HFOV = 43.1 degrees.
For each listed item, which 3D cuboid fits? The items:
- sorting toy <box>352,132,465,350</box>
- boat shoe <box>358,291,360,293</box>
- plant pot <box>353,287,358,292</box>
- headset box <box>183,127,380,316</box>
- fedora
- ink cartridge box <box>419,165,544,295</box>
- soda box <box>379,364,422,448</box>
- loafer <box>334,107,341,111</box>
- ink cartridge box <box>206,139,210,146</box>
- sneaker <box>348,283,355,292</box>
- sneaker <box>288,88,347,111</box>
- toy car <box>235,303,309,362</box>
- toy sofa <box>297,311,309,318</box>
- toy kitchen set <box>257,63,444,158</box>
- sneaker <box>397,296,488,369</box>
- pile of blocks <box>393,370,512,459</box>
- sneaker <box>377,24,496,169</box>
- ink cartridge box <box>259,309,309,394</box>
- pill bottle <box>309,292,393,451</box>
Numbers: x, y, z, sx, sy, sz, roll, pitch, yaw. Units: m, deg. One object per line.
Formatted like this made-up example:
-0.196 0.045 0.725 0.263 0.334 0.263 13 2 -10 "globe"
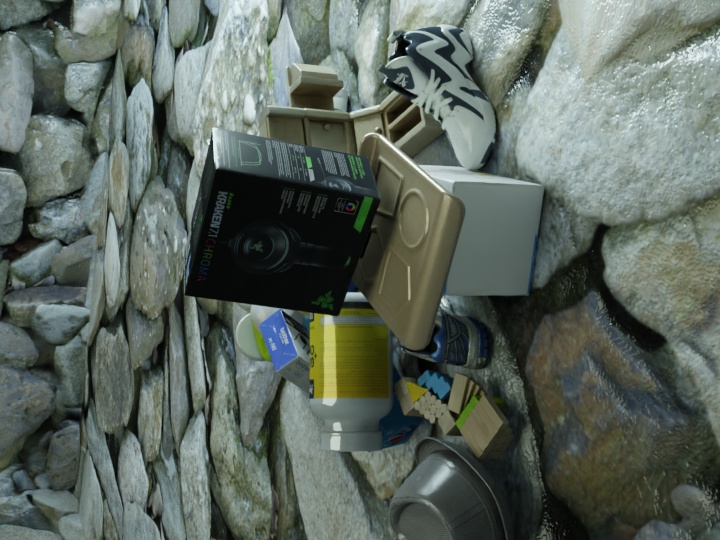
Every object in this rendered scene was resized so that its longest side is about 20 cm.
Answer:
0.043 -0.037 1.036 0.200 0.036 0.186 45 130 49 "sorting toy"
0.045 0.003 1.281 0.201 0.057 0.067 -66 21 18 "boat shoe"
0.000 0.000 1.395 0.200 0.027 0.202 1 91 64 "plant pot"
-0.088 -0.049 1.039 0.093 0.198 0.175 -105 30 -51 "headset box"
0.094 0.294 1.086 0.178 0.090 0.200 66 154 -1 "fedora"
0.102 -0.054 1.088 0.200 0.124 0.130 24 111 60 "ink cartridge box"
0.008 0.153 1.306 0.201 0.067 0.064 62 142 28 "soda box"
-0.026 -0.151 1.376 0.063 0.072 0.201 -33 59 28 "loafer"
-0.142 -0.142 1.481 0.163 0.198 0.050 63 143 41 "ink cartridge box"
-0.049 -0.021 1.405 0.083 0.070 0.202 142 124 -80 "sneaker"
-0.086 -0.231 1.510 0.200 0.072 0.085 -22 68 59 "sneaker"
-0.119 0.046 1.456 0.175 0.149 0.202 130 135 -59 "toy car"
-0.038 -0.034 1.299 0.200 0.082 0.098 -54 19 23 "toy sofa"
-0.020 -0.238 1.244 0.180 0.198 0.165 -32 62 58 "toy kitchen set"
0.080 0.071 1.175 0.200 0.085 0.078 23 110 61 "sneaker"
0.125 0.164 1.123 0.199 0.062 0.083 22 99 53 "pile of blocks"
0.084 -0.216 1.118 0.079 0.129 0.201 -35 60 59 "sneaker"
-0.066 0.144 1.356 0.044 0.200 0.094 -35 49 10 "ink cartridge box"
-0.012 0.134 1.199 0.112 0.111 0.202 -18 70 61 "pill bottle"
